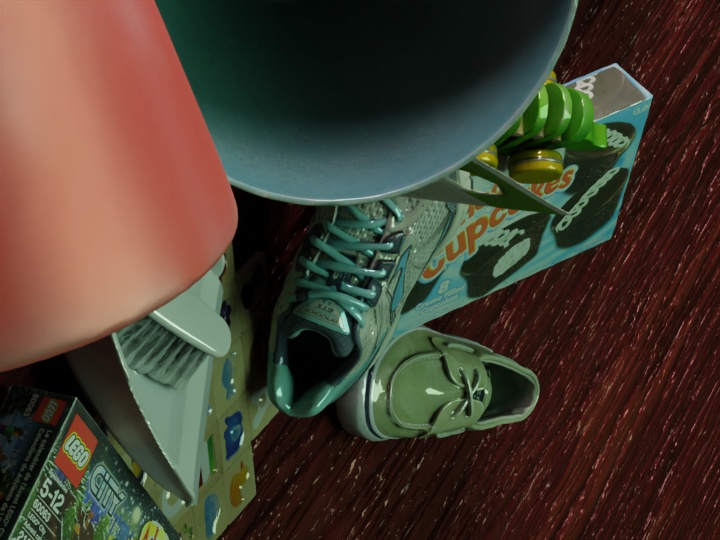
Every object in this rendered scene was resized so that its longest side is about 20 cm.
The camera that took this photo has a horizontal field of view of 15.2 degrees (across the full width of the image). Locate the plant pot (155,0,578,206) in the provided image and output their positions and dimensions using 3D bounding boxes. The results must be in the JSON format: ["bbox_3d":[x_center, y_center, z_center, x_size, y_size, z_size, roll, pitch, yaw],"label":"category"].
[{"bbox_3d":[-0.019,-0.144,1.136,0.135,0.199,0.201,-119,-154,-66],"label":"plant pot"}]

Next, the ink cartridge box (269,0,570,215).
[{"bbox_3d":[-0.007,-0.085,1.281,0.148,0.199,0.076,25,75,-65],"label":"ink cartridge box"}]

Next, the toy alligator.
[{"bbox_3d":[0.057,-0.087,1.441,0.199,0.054,0.060,6,72,-27],"label":"toy alligator"}]

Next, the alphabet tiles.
[{"bbox_3d":[-0.093,0.078,1.387,0.200,0.006,0.167,-46,138,-51],"label":"alphabet tiles"}]

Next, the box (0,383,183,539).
[{"bbox_3d":[-0.138,0.164,1.269,0.137,0.037,0.200,-66,151,-25],"label":"box"}]

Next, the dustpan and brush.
[{"bbox_3d":[-0.112,0.004,1.239,0.200,0.057,0.140,39,43,-39],"label":"dustpan and brush"}]

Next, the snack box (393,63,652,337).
[{"bbox_3d":[0.072,-0.036,1.534,0.199,0.037,0.117,-24,144,-31],"label":"snack box"}]

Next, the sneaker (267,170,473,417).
[{"bbox_3d":[0.000,0.000,1.408,0.086,0.077,0.201,-58,169,-49],"label":"sneaker"}]

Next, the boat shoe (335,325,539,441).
[{"bbox_3d":[0.049,0.066,1.625,0.200,0.062,0.072,-5,103,-64],"label":"boat shoe"}]

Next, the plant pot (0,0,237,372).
[{"bbox_3d":[-0.158,-0.076,0.988,0.200,0.199,0.178,-44,129,-53],"label":"plant pot"}]
